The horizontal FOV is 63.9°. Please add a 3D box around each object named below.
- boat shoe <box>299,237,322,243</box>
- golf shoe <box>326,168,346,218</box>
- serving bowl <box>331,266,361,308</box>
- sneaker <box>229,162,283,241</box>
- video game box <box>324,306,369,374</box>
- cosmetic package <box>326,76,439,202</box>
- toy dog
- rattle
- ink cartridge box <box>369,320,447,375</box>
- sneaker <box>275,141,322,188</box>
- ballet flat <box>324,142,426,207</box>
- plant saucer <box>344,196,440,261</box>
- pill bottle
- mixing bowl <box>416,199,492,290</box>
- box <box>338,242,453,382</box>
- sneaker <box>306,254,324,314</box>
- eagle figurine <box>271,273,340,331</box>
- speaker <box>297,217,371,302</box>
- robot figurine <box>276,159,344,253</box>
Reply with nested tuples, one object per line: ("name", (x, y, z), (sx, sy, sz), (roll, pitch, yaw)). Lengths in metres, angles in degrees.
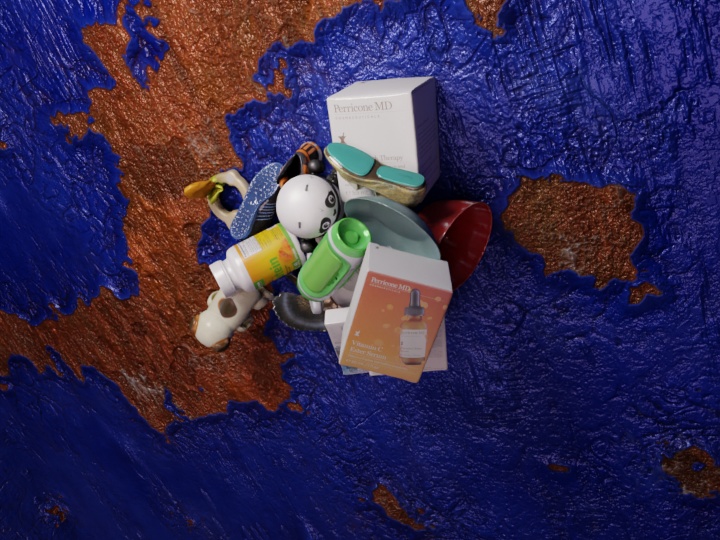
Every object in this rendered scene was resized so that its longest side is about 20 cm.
("boat shoe", (-0.039, -0.089, 1.306), (0.198, 0.093, 0.075), (7, 120, -13))
("golf shoe", (0.008, -0.140, 1.256), (0.199, 0.078, 0.095), (36, 137, 9))
("serving bowl", (0.000, 0.000, 1.198), (0.199, 0.066, 0.202), (1, 92, 32))
("sneaker", (-0.226, -0.154, 1.336), (0.070, 0.078, 0.201), (37, 97, 20))
("video game box", (0.042, 0.141, 1.205), (0.198, 0.047, 0.183), (-8, 133, 8))
("cosmetic package", (0.052, -0.252, 1.109), (0.166, 0.166, 0.202), (3, 118, 22))
("toy dog", (-0.322, 0.106, 1.429), (0.139, 0.194, 0.200), (40, 87, -11))
("rattle", (-0.307, -0.126, 1.358), (0.129, 0.143, 0.202), (-16, 105, 9))
("ink cartridge box", (0.086, 0.109, 1.124), (0.159, 0.050, 0.202), (-5, 116, 5))
("sneaker", (-0.149, -0.180, 1.269), (0.077, 0.112, 0.201), (22, 124, 12))
("ballet flat", (0.022, -0.165, 1.033), (0.198, 0.071, 0.071), (23, 124, 11))
("plant saucer", (0.064, -0.081, 1.047), (0.200, 0.039, 0.201), (29, 164, 9))
("pill bottle", (-0.234, -0.020, 1.309), (0.199, 0.111, 0.112), (-28, 110, -12))
("mixing bowl", (0.165, -0.063, 1.169), (0.108, 0.199, 0.202), (31, 129, 34))
("box", (0.059, 0.075, 1.020), (0.151, 0.107, 0.201), (14, 119, -4))
("sneaker", (-0.086, 0.004, 1.303), (0.070, 0.202, 0.073), (-2, 148, -6))
("eagle figurine", (-0.093, 0.072, 1.374), (0.198, 0.152, 0.152), (-6, 73, 9))
("speaker", (-0.054, -0.016, 1.114), (0.088, 0.089, 0.200), (40, 139, -2))
("robot figurine", (-0.093, -0.126, 1.141), (0.124, 0.200, 0.151), (-33, 91, 8))
